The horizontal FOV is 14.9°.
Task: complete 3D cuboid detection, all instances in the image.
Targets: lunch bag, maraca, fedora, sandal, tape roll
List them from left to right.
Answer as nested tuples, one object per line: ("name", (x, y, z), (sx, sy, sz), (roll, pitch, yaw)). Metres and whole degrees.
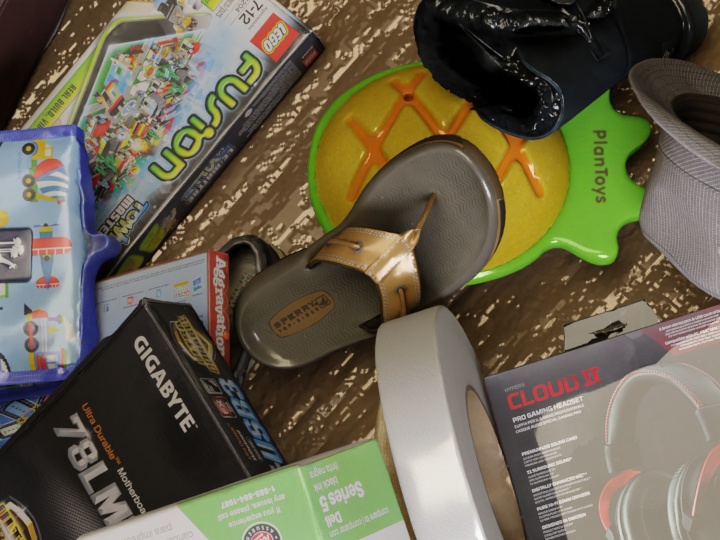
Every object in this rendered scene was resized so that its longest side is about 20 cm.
("lunch bag", (-0.228, 0.001, 1.629), (0.199, 0.094, 0.151), (-7, 78, 24))
("sandal", (0.000, 0.000, 1.527), (0.200, 0.055, 0.082), (-31, 102, 30))
("tape roll", (0.058, 0.119, 1.492), (0.037, 0.203, 0.204), (-18, 73, 10))
("maraca", (0.069, -0.057, 1.585), (0.199, 0.107, 0.138), (-1, 75, 0))
("fedora", (0.225, -0.033, 1.524), (0.199, 0.177, 0.091), (24, 110, 8))

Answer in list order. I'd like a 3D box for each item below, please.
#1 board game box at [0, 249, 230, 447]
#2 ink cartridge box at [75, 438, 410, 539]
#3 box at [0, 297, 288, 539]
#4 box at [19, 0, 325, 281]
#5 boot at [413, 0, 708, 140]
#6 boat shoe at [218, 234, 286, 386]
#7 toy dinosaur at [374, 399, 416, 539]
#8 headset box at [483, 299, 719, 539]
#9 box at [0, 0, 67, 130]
("board game box", (-0.151, 0.058, 1.605), (0.199, 0.019, 0.103), (-14, 70, 41))
("ink cartridge box", (-0.036, 0.202, 1.366), (0.145, 0.084, 0.201), (-21, 86, 29))
("box", (-0.120, 0.154, 1.503), (0.199, 0.050, 0.200), (-46, 63, 26))
("box", (-0.126, -0.096, 1.678), (0.110, 0.035, 0.200), (38, 88, 19))
("boot", (0.086, -0.171, 1.574), (0.200, 0.168, 0.077), (48, 133, 16))
("boat shoe", (-0.104, 0.068, 1.616), (0.073, 0.065, 0.201), (19, 82, 17))
("toy dinosaur", (0.013, 0.158, 1.580), (0.101, 0.058, 0.201), (-15, 63, -2))
("headset box", (0.162, 0.118, 1.531), (0.148, 0.075, 0.201), (-17, 73, 10))
("box", (-0.283, -0.205, 1.657), (0.164, 0.200, 0.166), (24, 83, 18))
